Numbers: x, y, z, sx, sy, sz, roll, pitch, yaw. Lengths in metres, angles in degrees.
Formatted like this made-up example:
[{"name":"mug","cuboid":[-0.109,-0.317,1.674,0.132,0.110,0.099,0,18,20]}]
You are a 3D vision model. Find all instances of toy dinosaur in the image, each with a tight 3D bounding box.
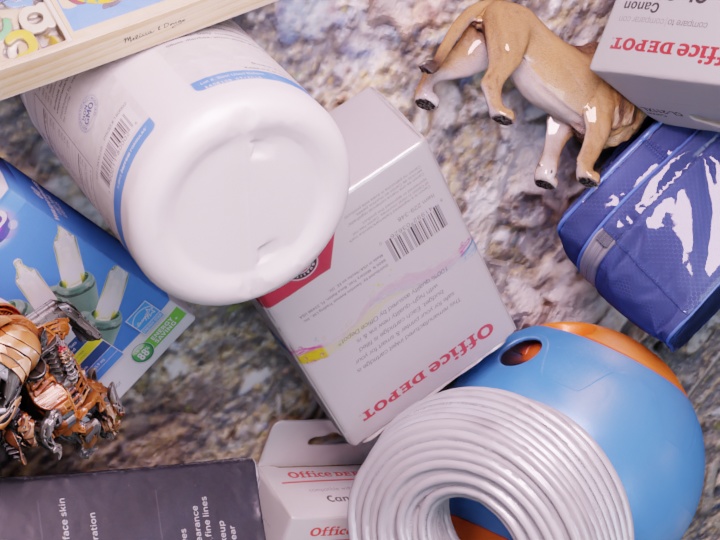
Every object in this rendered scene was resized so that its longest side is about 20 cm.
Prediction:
[{"name":"toy dinosaur","cuboid":[-0.225,0.062,1.049,0.200,0.102,0.136,41,83,-25]}]

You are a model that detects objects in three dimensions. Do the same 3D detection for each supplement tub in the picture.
[{"name":"supplement tub","cuboid":[-0.104,-0.082,1.011,0.131,0.200,0.132,-16,127,-22]}]

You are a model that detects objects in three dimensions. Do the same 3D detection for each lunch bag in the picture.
[{"name":"lunch bag","cuboid":[0.240,-0.056,1.281,0.200,0.132,0.136,-46,167,0]}]

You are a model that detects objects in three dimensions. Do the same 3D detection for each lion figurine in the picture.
[{"name":"lion figurine","cuboid":[0.123,-0.132,1.205,0.200,0.072,0.123,34,65,-36]}]

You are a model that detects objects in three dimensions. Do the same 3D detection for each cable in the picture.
[{"name":"cable","cuboid":[0.085,0.177,1.208,0.069,0.199,0.201,-31,141,-50]}]

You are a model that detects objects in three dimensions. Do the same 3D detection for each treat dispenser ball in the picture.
[{"name":"treat dispenser ball","cuboid":[0.152,0.139,1.319,0.200,0.201,0.202,-16,127,-22]}]

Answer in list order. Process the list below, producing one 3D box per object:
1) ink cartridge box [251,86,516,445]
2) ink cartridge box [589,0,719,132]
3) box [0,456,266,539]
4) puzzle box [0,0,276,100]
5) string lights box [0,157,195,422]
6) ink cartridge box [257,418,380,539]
[{"name":"ink cartridge box","cuboid":[0.000,0.000,1.209,0.147,0.086,0.200,-34,134,-7]},{"name":"ink cartridge box","cuboid":[0.255,-0.195,1.156,0.083,0.145,0.201,28,82,-40]},{"name":"box","cuboid":[-0.164,0.237,1.178,0.199,0.198,0.117,-1,163,-32]},{"name":"puzzle box","cuboid":[-0.132,-0.179,0.976,0.199,0.133,0.025,-23,151,-18]},{"name":"string lights box","cuboid":[-0.208,0.006,1.099,0.103,0.059,0.200,-46,133,7]},{"name":"ink cartridge box","cuboid":[-0.032,0.210,1.341,0.116,0.068,0.201,0,120,-32]}]
